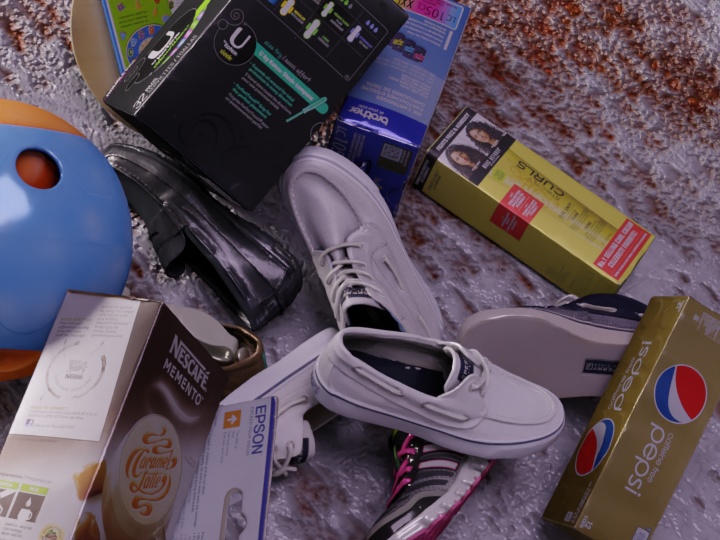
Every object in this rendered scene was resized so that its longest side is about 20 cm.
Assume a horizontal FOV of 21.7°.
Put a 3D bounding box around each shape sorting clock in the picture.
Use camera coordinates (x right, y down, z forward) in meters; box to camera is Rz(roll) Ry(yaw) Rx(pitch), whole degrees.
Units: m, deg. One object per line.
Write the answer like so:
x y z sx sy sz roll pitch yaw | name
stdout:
-0.142 -0.204 1.565 0.199 0.039 0.201 -2 96 -15 | shape sorting clock

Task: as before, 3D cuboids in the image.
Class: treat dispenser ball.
-0.263 -0.022 1.337 0.200 0.201 0.201 8 56 -12 | treat dispenser ball

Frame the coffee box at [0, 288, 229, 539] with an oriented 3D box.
-0.173 0.128 1.249 0.080 0.114 0.200 5 63 26 | coffee box

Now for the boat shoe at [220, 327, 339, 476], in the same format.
-0.065 0.120 1.420 0.070 0.071 0.200 45 51 14 | boat shoe

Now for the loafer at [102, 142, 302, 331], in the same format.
-0.137 -0.029 1.491 0.200 0.068 0.070 37 68 14 | loafer

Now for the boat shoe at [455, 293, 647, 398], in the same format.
0.163 0.055 1.523 0.199 0.075 0.093 11 23 -18 | boat shoe

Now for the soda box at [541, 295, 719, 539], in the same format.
0.220 0.120 1.447 0.064 0.068 0.200 31 81 -14 | soda box

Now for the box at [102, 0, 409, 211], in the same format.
-0.085 -0.167 1.484 0.124 0.149 0.200 40 86 -20 | box

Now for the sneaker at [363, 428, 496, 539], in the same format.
0.047 0.147 1.433 0.087 0.074 0.200 37 50 8 | sneaker

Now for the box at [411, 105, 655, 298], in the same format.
0.147 -0.052 1.608 0.200 0.050 0.075 37 54 8 | box

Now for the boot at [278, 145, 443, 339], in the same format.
0.000 0.000 1.456 0.200 0.073 0.096 54 19 -15 | boot

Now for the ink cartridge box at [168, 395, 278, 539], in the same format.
-0.148 0.191 1.298 0.199 0.041 0.200 -8 55 19 | ink cartridge box

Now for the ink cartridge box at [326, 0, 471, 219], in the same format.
0.020 -0.122 1.560 0.076 0.137 0.200 19 54 0 | ink cartridge box

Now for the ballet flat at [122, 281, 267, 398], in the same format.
-0.163 0.046 1.432 0.200 0.072 0.068 18 53 -5 | ballet flat

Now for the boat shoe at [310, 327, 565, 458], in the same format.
0.065 0.088 1.394 0.199 0.065 0.074 9 50 -16 | boat shoe

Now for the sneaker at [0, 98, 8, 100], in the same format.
-0.278 -0.086 1.443 0.200 0.085 0.077 39 37 -27 | sneaker
